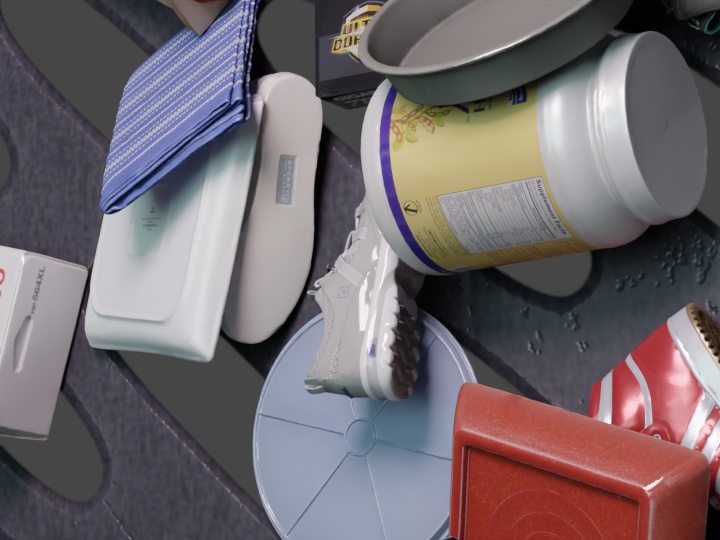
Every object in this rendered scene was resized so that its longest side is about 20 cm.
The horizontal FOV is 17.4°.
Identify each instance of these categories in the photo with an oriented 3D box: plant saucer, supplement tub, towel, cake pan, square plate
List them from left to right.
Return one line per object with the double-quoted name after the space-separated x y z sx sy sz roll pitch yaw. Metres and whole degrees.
-0.149 -0.036 1.769 0.200 0.028 0.199 3 82 57 "square plate"
-0.131 -0.131 1.756 0.145 0.024 0.200 -36 26 23 "towel"
0.095 -0.170 1.542 0.199 0.201 0.037 -10 119 32 "cake pan"
0.116 -0.080 1.568 0.199 0.145 0.146 -10 75 32 "supplement tub"
0.128 0.192 1.526 0.199 0.037 0.201 16 112 38 "plant saucer"

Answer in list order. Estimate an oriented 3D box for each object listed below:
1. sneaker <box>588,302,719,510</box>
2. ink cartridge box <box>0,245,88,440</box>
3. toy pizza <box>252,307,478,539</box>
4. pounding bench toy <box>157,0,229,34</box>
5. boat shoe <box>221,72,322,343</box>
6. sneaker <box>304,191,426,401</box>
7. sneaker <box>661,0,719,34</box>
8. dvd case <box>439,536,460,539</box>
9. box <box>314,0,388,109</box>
0.217 0.131 1.504 0.112 0.071 0.201 -37 55 19 "sneaker"
-0.329 0.046 1.885 0.199 0.084 0.147 12 87 35 "ink cartridge box"
0.008 0.120 1.673 0.199 0.032 0.202 -7 78 34 "toy pizza"
-0.162 -0.298 1.749 0.156 0.200 0.124 31 77 35 "pounding bench toy"
-0.079 -0.048 1.748 0.068 0.072 0.201 8 95 60 "boat shoe"
0.000 0.000 1.639 0.082 0.075 0.201 -6 51 19 "sneaker"
0.215 -0.206 1.568 0.199 0.075 0.080 23 96 35 "sneaker"
0.069 0.300 1.559 0.150 0.025 0.201 43 125 32 "dvd case"
0.058 -0.230 1.697 0.199 0.050 0.200 -8 78 32 "box"
